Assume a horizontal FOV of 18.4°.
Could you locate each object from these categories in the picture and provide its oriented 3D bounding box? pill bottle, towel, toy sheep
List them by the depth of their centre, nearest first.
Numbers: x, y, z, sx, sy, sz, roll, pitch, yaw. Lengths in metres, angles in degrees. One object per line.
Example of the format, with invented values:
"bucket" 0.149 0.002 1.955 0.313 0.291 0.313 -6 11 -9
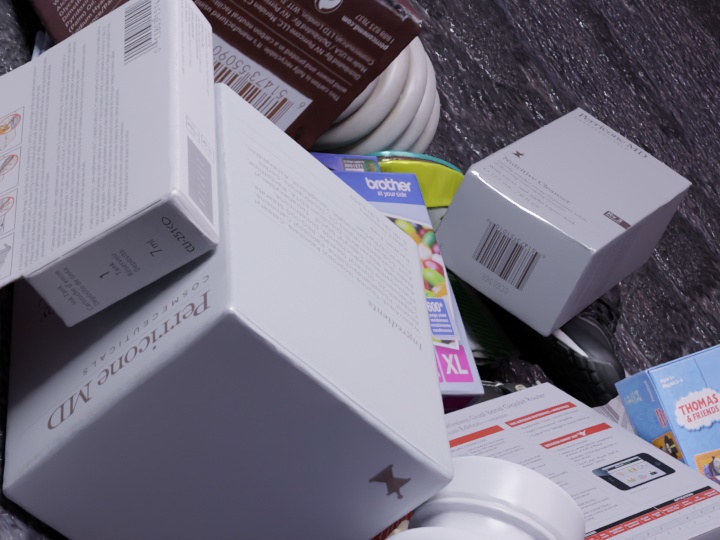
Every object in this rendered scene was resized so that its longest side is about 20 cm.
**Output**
"pill bottle" 0.044 0.199 1.116 0.120 0.120 0.200 41 51 -24
"towel" 0.035 0.010 1.595 0.153 0.023 0.200 54 18 16
"toy sheep" -0.006 -0.132 1.626 0.200 0.138 0.138 34 28 -50

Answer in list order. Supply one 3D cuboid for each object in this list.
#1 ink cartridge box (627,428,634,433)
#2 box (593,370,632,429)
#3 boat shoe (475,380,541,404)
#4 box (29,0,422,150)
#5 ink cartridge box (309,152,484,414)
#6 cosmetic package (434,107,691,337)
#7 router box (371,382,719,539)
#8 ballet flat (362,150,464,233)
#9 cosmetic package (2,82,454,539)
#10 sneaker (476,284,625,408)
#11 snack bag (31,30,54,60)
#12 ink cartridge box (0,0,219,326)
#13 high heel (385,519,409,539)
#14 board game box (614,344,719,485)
"ink cartridge box" 0.233 0.205 1.514 0.086 0.148 0.200 -39 95 -31
"box" 0.233 0.171 1.738 0.200 0.041 0.156 47 24 -9
"boat shoe" 0.115 0.106 1.577 0.200 0.064 0.071 26 34 -45
"box" -0.100 -0.186 1.424 0.166 0.164 0.200 30 19 -44
"ink cartridge box" 0.000 0.000 1.466 0.119 0.042 0.200 1 59 -36
"cosmetic package" 0.146 -0.039 1.607 0.113 0.081 0.200 34 30 13
"router box" 0.109 0.146 1.336 0.200 0.049 0.179 -13 33 -42
"ballet flat" 0.059 -0.041 1.632 0.200 0.067 0.067 15 66 -62
"cosmetic package" -0.072 0.047 1.178 0.166 0.167 0.200 39 25 -30
"sneaker" 0.158 0.031 1.637 0.076 0.087 0.200 60 -8 -24
"snack bag" -0.134 -0.043 1.384 0.200 0.021 0.189 39 26 -27
"ink cartridge box" -0.158 -0.048 1.159 0.045 0.176 0.200 52 19 -34
"high heel" 0.048 0.244 1.223 0.142 0.071 0.200 35 44 -22
"board game box" 0.260 0.143 1.434 0.151 0.037 0.200 -15 81 -41
